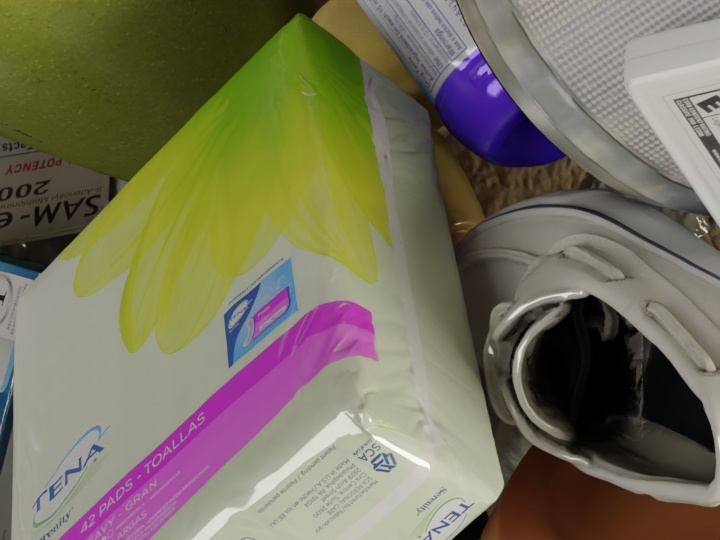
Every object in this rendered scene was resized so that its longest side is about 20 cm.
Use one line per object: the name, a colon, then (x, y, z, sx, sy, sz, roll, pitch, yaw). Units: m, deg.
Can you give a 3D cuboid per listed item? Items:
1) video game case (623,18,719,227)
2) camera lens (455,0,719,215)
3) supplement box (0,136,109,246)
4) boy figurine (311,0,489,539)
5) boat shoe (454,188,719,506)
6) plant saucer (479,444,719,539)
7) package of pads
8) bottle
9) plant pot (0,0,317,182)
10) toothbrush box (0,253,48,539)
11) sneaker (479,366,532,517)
video game case: (0.189, -0.038, 0.776, 0.200, 0.143, 0.018, -12, 54, 24)
camera lens: (0.132, -0.118, 0.823, 0.200, 0.160, 0.160, -31, 78, 42)
supplement box: (-0.164, -0.120, 1.153, 0.126, 0.074, 0.200, 16, 109, 38)
boy figurine: (0.000, 0.000, 0.985, 0.124, 0.064, 0.200, -31, 48, 43)
boat shoe: (0.069, 0.026, 0.831, 0.200, 0.066, 0.072, 30, 125, 56)
plant saucer: (0.119, 0.061, 0.850, 0.200, 0.200, 0.037, -5, 119, 43)
package of pads: (-0.040, 0.038, 0.882, 0.155, 0.068, 0.200, -43, 30, 25)
bottle: (0.015, -0.127, 0.980, 0.065, 0.084, 0.200, -43, 70, 20)
plant pot: (-0.111, -0.121, 1.013, 0.187, 0.200, 0.187, -27, 40, 25)
toothbrush box: (-0.166, 0.062, 1.144, 0.200, 0.085, 0.147, 15, 90, 50)
sneaker: (0.040, 0.104, 1.030, 0.082, 0.074, 0.200, 42, 125, 52)
